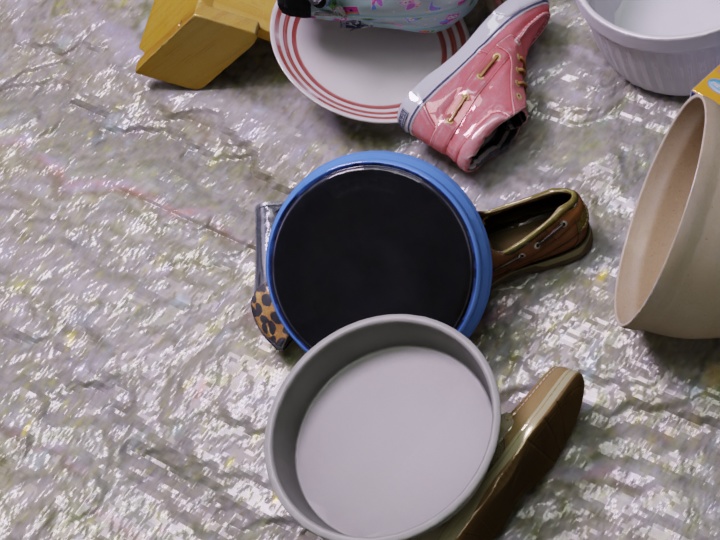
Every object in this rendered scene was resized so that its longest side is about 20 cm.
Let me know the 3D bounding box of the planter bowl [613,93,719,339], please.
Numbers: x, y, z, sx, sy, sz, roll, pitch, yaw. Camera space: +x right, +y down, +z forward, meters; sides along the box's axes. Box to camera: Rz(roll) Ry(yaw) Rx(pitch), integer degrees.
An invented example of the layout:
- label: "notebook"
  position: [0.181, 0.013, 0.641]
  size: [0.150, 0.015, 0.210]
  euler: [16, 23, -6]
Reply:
- label: "planter bowl"
  position: [0.305, -0.028, 1.503]
  size: [0.135, 0.200, 0.200]
  euler: [19, 60, -3]

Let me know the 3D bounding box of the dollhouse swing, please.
- label: "dollhouse swing"
  position: [-0.097, -0.275, 1.884]
  size: [0.182, 0.176, 0.200]
  euler: [-33, 37, 49]

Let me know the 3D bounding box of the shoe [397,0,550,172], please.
- label: "shoe"
  position: [0.132, -0.177, 1.726]
  size: [0.091, 0.072, 0.200]
  euler: [39, 67, 18]

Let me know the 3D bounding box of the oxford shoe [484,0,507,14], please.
- label: "oxford shoe"
  position: [0.130, -0.324, 1.842]
  size: [0.075, 0.070, 0.200]
  euler: [-27, 50, 36]

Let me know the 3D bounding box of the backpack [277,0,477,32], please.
- label: "backpack"
  position: [0.025, -0.305, 1.750]
  size: [0.200, 0.127, 0.167]
  euler: [6, 76, -7]

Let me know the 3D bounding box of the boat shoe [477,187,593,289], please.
- label: "boat shoe"
  position: [0.105, -0.021, 1.619]
  size: [0.200, 0.068, 0.072]
  euler: [-25, 54, 0]

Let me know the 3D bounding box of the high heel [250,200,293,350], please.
- label: "high heel"
  position: [0.000, 0.000, 1.650]
  size: [0.200, 0.071, 0.143]
  euler: [-6, 67, 9]

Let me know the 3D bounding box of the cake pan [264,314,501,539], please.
- label: "cake pan"
  position: [0.021, 0.132, 1.474]
  size: [0.200, 0.037, 0.201]
  euler: [-10, 59, 17]

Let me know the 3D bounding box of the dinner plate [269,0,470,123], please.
- label: "dinner plate"
  position: [0.009, -0.220, 1.785]
  size: [0.200, 0.024, 0.200]
  euler: [6, 59, -10]

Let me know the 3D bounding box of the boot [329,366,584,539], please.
- label: "boot"
  position: [0.077, 0.135, 1.517]
  size: [0.155, 0.073, 0.200]
  euler: [30, 74, 33]

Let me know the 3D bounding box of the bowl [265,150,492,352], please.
- label: "bowl"
  position: [0.012, -0.003, 1.580]
  size: [0.200, 0.039, 0.201]
  euler: [1, 95, 12]

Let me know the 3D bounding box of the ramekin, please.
- label: "ramekin"
  position: [0.301, -0.255, 1.700]
  size: [0.200, 0.105, 0.200]
  euler: [-8, 54, 11]

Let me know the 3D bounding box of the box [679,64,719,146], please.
- label: "box"
  position: [0.360, -0.160, 1.606]
  size: [0.200, 0.119, 0.041]
  euler: [-43, 55, -14]
